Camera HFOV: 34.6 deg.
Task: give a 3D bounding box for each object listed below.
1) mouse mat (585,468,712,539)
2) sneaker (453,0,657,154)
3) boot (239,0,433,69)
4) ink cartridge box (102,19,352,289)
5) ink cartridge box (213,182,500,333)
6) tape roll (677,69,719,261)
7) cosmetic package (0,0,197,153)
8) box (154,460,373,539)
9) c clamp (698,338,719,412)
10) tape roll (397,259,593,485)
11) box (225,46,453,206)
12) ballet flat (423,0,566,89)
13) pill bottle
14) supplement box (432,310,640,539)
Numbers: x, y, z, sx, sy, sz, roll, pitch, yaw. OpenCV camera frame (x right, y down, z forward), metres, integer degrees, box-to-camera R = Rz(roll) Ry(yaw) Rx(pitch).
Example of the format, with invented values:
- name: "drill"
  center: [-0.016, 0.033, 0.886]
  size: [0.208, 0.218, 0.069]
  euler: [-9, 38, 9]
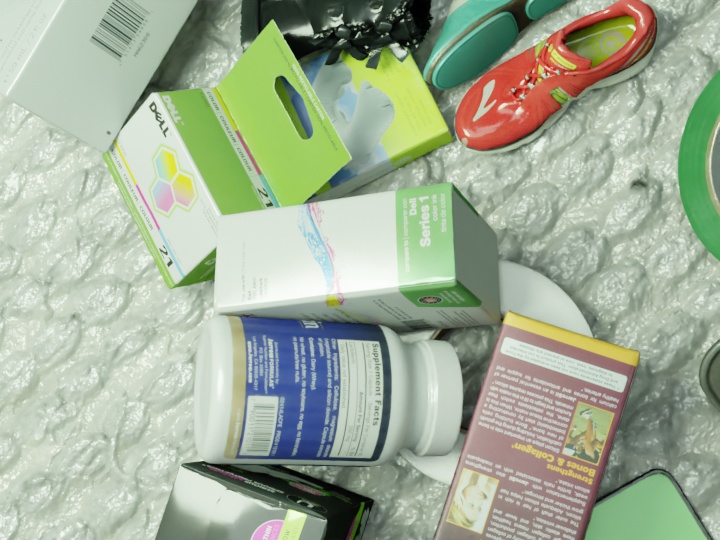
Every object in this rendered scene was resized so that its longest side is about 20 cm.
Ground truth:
- name: "mouse mat"
  center: [0.211, 0.280, 0.969]
  size: [0.200, 0.008, 0.161]
  euler: [-31, 78, 5]
- name: "sneaker"
  center: [0.163, -0.175, 0.996]
  size: [0.200, 0.085, 0.077]
  euler: [-33, 77, 5]
- name: "boot"
  center: [-0.024, -0.268, 1.029]
  size: [0.162, 0.073, 0.199]
  euler: [-10, 67, 18]
- name: "ink cartridge box"
  center: [-0.121, -0.099, 0.997]
  size: [0.200, 0.076, 0.148]
  euler: [-39, 75, 41]
- name: "ink cartridge box"
  center: [0.000, 0.000, 0.941]
  size: [0.200, 0.145, 0.084]
  euler: [-7, 74, 19]
- name: "tape roll"
  center: [0.352, -0.086, 0.915]
  size: [0.200, 0.048, 0.201]
  euler: [-1, 89, 45]
- name: "cosmetic package"
  center: [-0.273, -0.245, 1.038]
  size: [0.200, 0.123, 0.200]
  euler: [30, 89, 39]
- name: "box"
  center: [-0.083, 0.239, 0.932]
  size: [0.124, 0.200, 0.149]
  euler: [18, 86, 13]
- name: "c clamp"
  center: [0.379, 0.084, 0.916]
  size: [0.200, 0.027, 0.171]
  euler: [-23, 121, 19]
- name: "tape roll"
  center: [0.105, 0.089, 0.999]
  size: [0.202, 0.037, 0.203]
  euler: [-1, 83, 11]
- name: "box"
  center: [-0.032, -0.128, 1.048]
  size: [0.200, 0.048, 0.122]
  euler: [-27, 78, 6]
- name: "ballet flat"
  center: [0.127, -0.240, 1.027]
  size: [0.200, 0.067, 0.070]
  euler: [-37, 62, 2]
- name: "pill bottle"
  center: [-0.026, 0.098, 0.916]
  size: [0.200, 0.116, 0.116]
  euler: [4, 83, -16]
- name: "supplement box"
  center: [0.140, 0.145, 0.922]
  size: [0.110, 0.086, 0.200]
  euler: [18, 86, 12]
